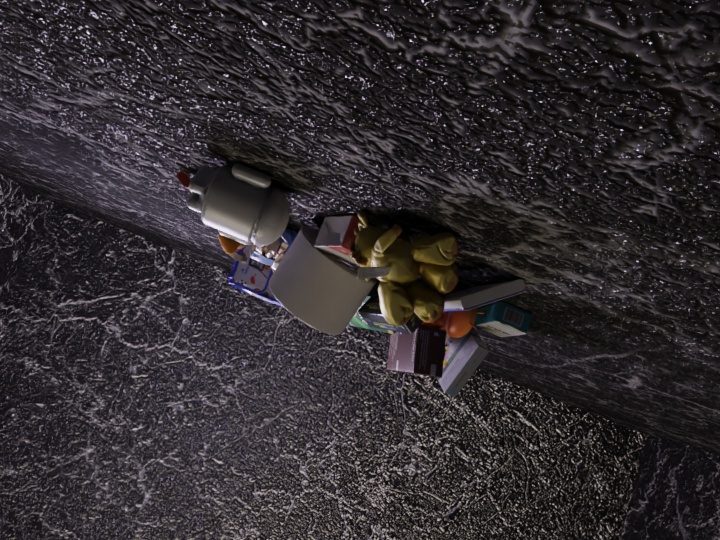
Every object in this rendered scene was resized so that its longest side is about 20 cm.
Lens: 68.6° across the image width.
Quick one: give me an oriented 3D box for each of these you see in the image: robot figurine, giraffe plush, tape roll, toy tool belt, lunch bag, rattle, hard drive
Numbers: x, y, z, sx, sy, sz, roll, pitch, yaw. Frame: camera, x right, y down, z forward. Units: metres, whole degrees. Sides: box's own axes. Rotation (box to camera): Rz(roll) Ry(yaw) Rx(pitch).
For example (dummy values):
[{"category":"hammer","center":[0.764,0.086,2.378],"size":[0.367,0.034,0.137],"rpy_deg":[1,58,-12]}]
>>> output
[{"category":"robot figurine","center":[-0.214,-0.118,0.970],"size":[0.196,0.114,0.171],"rpy_deg":[23,136,-8]},{"category":"giraffe plush","center":[0.051,-0.017,0.903],"size":[0.197,0.176,0.162],"rpy_deg":[15,-165,-29]},{"category":"tape roll","center":[-0.081,0.021,1.142],"size":[0.201,0.140,0.203],"rpy_deg":[34,-168,-8]},{"category":"toy tool belt","center":[-0.213,-0.074,1.277],"size":[0.197,0.127,0.123],"rpy_deg":[21,140,-20]},{"category":"robot figurine","center":[0.181,0.084,1.211],"size":[0.196,0.119,0.144],"rpy_deg":[17,163,21]},{"category":"lunch bag","center":[-0.290,-0.007,1.557],"size":[0.122,0.174,0.199],"rpy_deg":[10,165,35]},{"category":"rattle","center":[-0.317,-0.124,1.106],"size":[0.196,0.146,0.130],"rpy_deg":[11,-174,18]},{"category":"hard drive","center":[0.216,0.053,1.035],"size":[0.129,0.026,0.200],"rpy_deg":[-16,178,-13]}]

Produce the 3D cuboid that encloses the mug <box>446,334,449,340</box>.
[{"category":"mug","center":[0.161,0.116,1.373],"size":[0.151,0.151,0.187],"rpy_deg":[28,164,3]}]

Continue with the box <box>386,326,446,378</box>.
[{"category":"box","center":[0.124,0.187,1.208],"size":[0.073,0.103,0.200],"rpy_deg":[10,169,-14]}]

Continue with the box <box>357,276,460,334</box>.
[{"category":"box","center":[0.095,0.052,1.090],"size":[0.051,0.158,0.199],"rpy_deg":[50,161,-14]}]

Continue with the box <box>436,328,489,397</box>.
[{"category":"box","center":[0.245,0.206,1.395],"size":[0.041,0.157,0.201],"rpy_deg":[24,-160,-22]}]

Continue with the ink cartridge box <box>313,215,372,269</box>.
[{"category":"ink cartridge box","center":[0.021,-0.035,1.052],"size":[0.198,0.069,0.116],"rpy_deg":[27,169,-30]}]

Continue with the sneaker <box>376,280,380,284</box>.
[{"category":"sneaker","center":[0.000,0.000,1.278],"size":[0.198,0.072,0.097],"rpy_deg":[13,170,43]}]

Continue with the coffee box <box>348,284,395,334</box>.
[{"category":"coffee box","center":[-0.004,0.084,1.276],"size":[0.197,0.044,0.124],"rpy_deg":[7,134,39]}]

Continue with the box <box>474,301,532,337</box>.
[{"category":"box","center":[0.338,0.122,1.280],"size":[0.081,0.050,0.200],"rpy_deg":[22,170,0]}]
